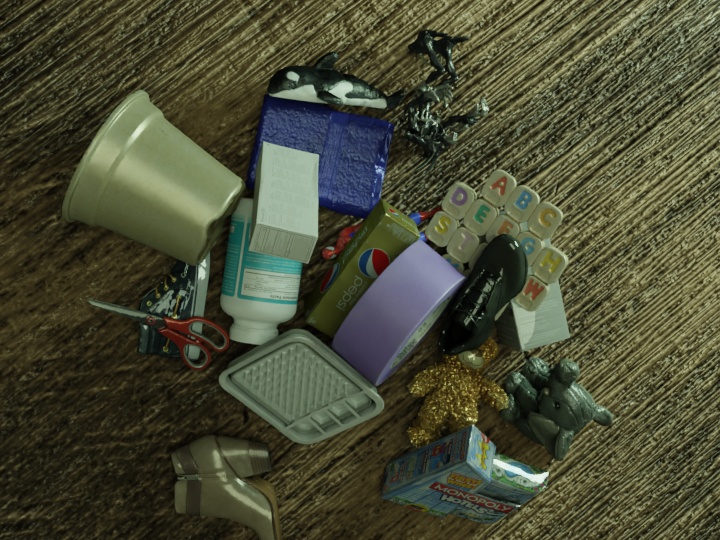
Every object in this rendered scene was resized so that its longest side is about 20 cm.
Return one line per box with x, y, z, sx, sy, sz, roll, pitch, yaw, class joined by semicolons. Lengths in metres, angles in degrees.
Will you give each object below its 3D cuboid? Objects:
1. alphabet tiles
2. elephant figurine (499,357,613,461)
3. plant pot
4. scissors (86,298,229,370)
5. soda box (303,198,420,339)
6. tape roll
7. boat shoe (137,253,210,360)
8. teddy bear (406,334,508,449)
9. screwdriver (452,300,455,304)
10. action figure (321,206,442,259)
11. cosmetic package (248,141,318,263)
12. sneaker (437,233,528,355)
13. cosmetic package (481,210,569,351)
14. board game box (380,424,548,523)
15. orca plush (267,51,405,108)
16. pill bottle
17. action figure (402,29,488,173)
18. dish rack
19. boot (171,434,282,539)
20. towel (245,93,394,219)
0.191;-0.034;1.562;0.200;0.015;0.196;37;113;13;alphabet tiles
0.294;0.206;1.599;0.155;0.200;0.142;22;87;-18;elephant figurine
-0.263;-0.106;1.459;0.183;0.200;0.201;31;88;-1;plant pot
-0.276;0.067;1.518;0.200;0.014;0.073;35;98;-17;scissors
0.000;0.000;1.567;0.064;0.068;0.200;33;106;-17;soda box
0.054;0.060;1.539;0.085;0.200;0.200;40;86;11;tape roll
-0.265;0.028;1.548;0.091;0.071;0.201;5;95;-15;boat shoe
0.142;0.184;1.629;0.145;0.067;0.200;36;90;12;teddy bear
0.110;0.025;1.645;0.200;0.028;0.029;31;117;-10;screwdriver
0.039;-0.049;1.616;0.199;0.052;0.066;-15;100;-7;action figure
-0.101;-0.093;1.464;0.082;0.200;0.051;14;126;-12;cosmetic package
0.169;0.042;1.533;0.076;0.091;0.200;31;117;19;sneaker
0.238;0.009;1.628;0.090;0.107;0.201;-16;95;-9;cosmetic package
0.160;0.302;1.587;0.199;0.200;0.062;21;55;-11;board game box
-0.032;-0.273;1.552;0.199;0.105;0.071;6;103;-12;orca plush
-0.139;0.002;1.552;0.110;0.111;0.201;8;93;-11;pill bottle
0.117;-0.244;1.584;0.119;0.102;0.201;3;87;-52;action figure
-0.082;0.160;1.553;0.171;0.044;0.200;-28;127;29;dish rack
-0.196;0.334;1.591;0.146;0.070;0.201;-8;94;-4;boot
-0.059;-0.165;1.592;0.199;0.050;0.148;14;84;-11;towel
